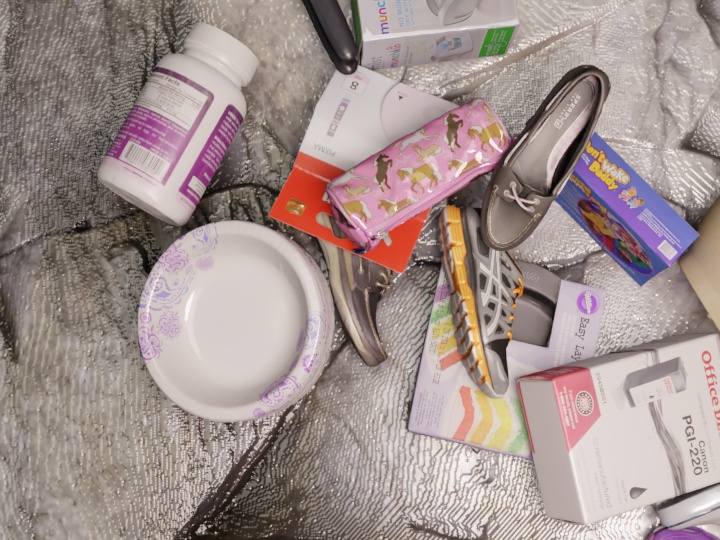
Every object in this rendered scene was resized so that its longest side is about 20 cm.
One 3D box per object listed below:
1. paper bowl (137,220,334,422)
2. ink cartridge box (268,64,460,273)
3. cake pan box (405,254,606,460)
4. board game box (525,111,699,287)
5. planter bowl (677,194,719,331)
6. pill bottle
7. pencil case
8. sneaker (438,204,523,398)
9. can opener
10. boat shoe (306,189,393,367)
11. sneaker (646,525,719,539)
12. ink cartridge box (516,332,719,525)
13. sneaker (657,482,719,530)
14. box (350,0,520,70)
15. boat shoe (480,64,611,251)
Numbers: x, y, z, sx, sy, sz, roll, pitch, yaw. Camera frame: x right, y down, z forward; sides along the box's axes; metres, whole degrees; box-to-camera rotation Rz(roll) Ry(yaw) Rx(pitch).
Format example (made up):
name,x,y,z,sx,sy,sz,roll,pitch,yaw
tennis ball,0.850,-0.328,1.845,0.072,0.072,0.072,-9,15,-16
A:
name,x,y,z,sx,sy,sz,roll,pitch,yaw
paper bowl,-0.123,0.055,1.132,0.197,0.104,0.205,-2,83,12
ink cartridge box,0.013,-0.117,1.159,0.160,0.057,0.202,23,56,5
cake pan box,0.155,0.092,1.151,0.181,0.052,0.203,14,81,2
board game box,0.250,-0.080,1.133,0.045,0.135,0.200,-43,82,-5
planter bowl,0.406,0.006,1.093,0.134,0.200,0.202,-33,80,14
pill bottle,-0.192,-0.160,1.177,0.111,0.112,0.202,27,82,7
pencil case,0.062,-0.098,1.100,0.198,0.083,0.087,-32,89,-9
sneaker,0.131,0.028,1.102,0.076,0.078,0.204,-7,81,-8
can opener,-0.046,-0.306,1.201,0.077,0.064,0.202,-21,63,1
boat shoe,0.000,0.000,1.161,0.072,0.075,0.203,-18,81,0
sneaker,0.376,0.326,1.083,0.199,0.089,0.081,36,85,9
ink cartridge box,0.273,0.155,1.084,0.197,0.085,0.148,-12,88,-20
sneaker,0.400,0.241,1.097,0.196,0.073,0.072,-14,77,-6
box,0.071,-0.339,1.202,0.173,0.097,0.204,-6,80,-3
boat shoe,0.174,-0.109,1.046,0.066,0.057,0.202,31,99,3
